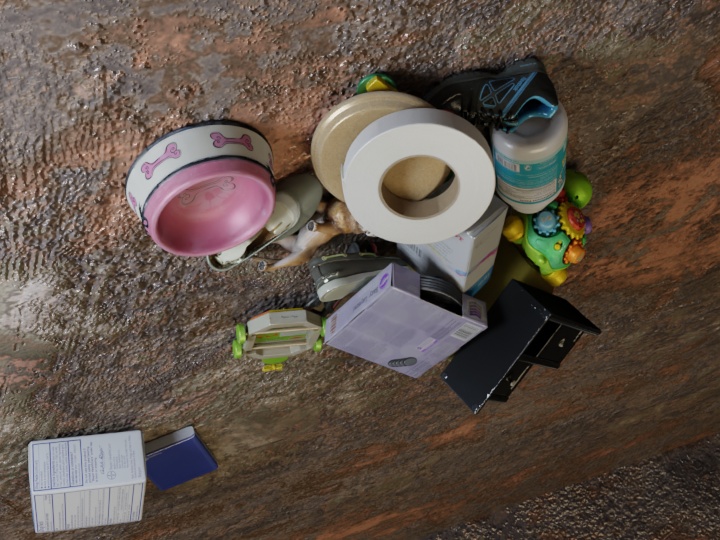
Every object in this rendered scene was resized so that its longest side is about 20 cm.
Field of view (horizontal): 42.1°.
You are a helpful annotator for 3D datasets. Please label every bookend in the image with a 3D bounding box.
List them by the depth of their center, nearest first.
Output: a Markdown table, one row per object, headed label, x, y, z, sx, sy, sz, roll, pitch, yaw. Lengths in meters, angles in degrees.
| label | x | y | z | sx | sy | sz | roll | pitch | yaw |
| --- | --- | --- | --- | --- | --- | --- | --- | --- | --- |
| bookend | 0.262 | 0.134 | 1.519 | 0.198 | 0.092 | 0.201 | 18 | 112 | -52 |

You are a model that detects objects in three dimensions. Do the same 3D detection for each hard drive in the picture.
| label | x | y | z | sx | sy | sz | roll | pitch | yaw |
| --- | --- | --- | --- | --- | --- | --- | --- | --- | --- |
| hard drive | -0.372 | 0.382 | 1.886 | 0.131 | 0.026 | 0.201 | -21 | 150 | -5 |

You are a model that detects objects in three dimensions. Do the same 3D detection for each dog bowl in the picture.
| label | x | y | z | sx | sy | sz | roll | pitch | yaw |
| --- | --- | --- | --- | --- | --- | --- | --- | --- | --- |
| dog bowl | -0.197 | -0.096 | 1.204 | 0.198 | 0.074 | 0.201 | -18 | 149 | -11 |

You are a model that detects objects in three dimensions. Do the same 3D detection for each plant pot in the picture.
| label | x | y | z | sx | sy | sz | roll | pitch | yaw |
| --- | --- | --- | --- | --- | --- | --- | --- | --- | --- |
| plant pot | 0.212 | 0.033 | 1.603 | 0.200 | 0.196 | 0.194 | -45 | 145 | 15 |

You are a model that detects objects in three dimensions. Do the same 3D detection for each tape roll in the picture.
| label | x | y | z | sx | sy | sz | roll | pitch | yaw |
| --- | --- | --- | --- | --- | --- | --- | --- | --- | --- |
| tape roll | 0.075 | -0.118 | 1.217 | 0.200 | 0.037 | 0.204 | -1 | 135 | -1 |

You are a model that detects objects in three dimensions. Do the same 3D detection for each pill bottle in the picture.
| label | x | y | z | sx | sy | sz | roll | pitch | yaw |
| --- | --- | --- | --- | --- | --- | --- | --- | --- | --- |
| pill bottle | 0.247 | -0.165 | 1.377 | 0.110 | 0.112 | 0.201 | -23 | 151 | -2 |

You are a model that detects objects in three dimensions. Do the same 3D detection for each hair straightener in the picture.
| label | x | y | z | sx | sy | sz | roll | pitch | yaw |
| --- | --- | --- | --- | --- | --- | --- | --- | --- | --- |
| hair straightener | -0.049 | 0.020 | 1.542 | 0.076 | 0.041 | 0.200 | 5 | 144 | -34 |

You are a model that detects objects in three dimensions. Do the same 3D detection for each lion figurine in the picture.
| label | x | y | z | sx | sy | sz | roll | pitch | yaw |
| --- | --- | --- | --- | --- | --- | --- | --- | --- | --- |
| lion figurine | -0.067 | -0.054 | 1.386 | 0.199 | 0.073 | 0.122 | -26 | 162 | 33 |

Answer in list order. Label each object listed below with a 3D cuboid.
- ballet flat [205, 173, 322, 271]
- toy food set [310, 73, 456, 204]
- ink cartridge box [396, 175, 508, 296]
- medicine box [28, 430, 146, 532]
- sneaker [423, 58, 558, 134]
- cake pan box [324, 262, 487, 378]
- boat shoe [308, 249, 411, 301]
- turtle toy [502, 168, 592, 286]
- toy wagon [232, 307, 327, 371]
| label | x | y | z | sx | sy | sz | roll | pitch | yaw |
| --- | --- | --- | --- | --- | --- | --- | --- | --- | --- |
| ballet flat | -0.134 | -0.060 | 1.301 | 0.199 | 0.068 | 0.064 | -34 | -167 | 20 |
| toy food set | 0.034 | -0.158 | 1.238 | 0.199 | 0.049 | 0.198 | 33 | 126 | -27 |
| ink cartridge box | 0.133 | -0.060 | 1.410 | 0.084 | 0.144 | 0.201 | -39 | 157 | -21 |
| medicine box | -0.495 | 0.385 | 1.701 | 0.198 | 0.104 | 0.183 | -2 | 144 | -19 |
| sneaker | 0.171 | -0.223 | 1.258 | 0.198 | 0.083 | 0.073 | -19 | 152 | -6 |
| cake pan box | 0.070 | 0.081 | 1.438 | 0.183 | 0.053 | 0.200 | 20 | 140 | -25 |
| boat shoe | 0.002 | -0.002 | 1.434 | 0.201 | 0.061 | 0.072 | -10 | 156 | -48 |
| turtle toy | 0.317 | -0.083 | 1.512 | 0.146 | 0.201 | 0.101 | 43 | 137 | -20 |
| toy wagon | -0.141 | 0.121 | 1.603 | 0.153 | 0.040 | 0.200 | -4 | 155 | -16 |
